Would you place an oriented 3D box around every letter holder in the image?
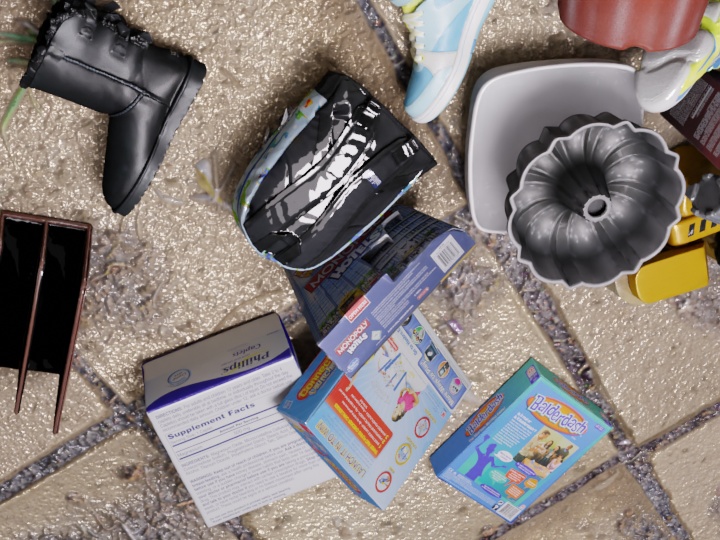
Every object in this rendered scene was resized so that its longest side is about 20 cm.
[{"bbox_3d":[-0.358,0.061,1.238,0.100,0.142,0.201,9,118,-17],"label":"letter holder"}]

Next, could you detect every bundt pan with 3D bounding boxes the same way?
[{"bbox_3d":[0.244,-0.084,1.241,0.201,0.076,0.203,-6,121,-10],"label":"bundt pan"}]

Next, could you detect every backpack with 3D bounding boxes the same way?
[{"bbox_3d":[-0.047,-0.095,1.229,0.163,0.154,0.201,37,85,-30],"label":"backpack"}]

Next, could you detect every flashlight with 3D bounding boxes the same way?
[{"bbox_3d":[0.461,-0.060,1.271,0.199,0.068,0.068,13,142,-29],"label":"flashlight"}]

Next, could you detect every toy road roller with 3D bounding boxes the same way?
[{"bbox_3d":[0.369,-0.060,1.349,0.199,0.123,0.147,-19,110,-7],"label":"toy road roller"}]

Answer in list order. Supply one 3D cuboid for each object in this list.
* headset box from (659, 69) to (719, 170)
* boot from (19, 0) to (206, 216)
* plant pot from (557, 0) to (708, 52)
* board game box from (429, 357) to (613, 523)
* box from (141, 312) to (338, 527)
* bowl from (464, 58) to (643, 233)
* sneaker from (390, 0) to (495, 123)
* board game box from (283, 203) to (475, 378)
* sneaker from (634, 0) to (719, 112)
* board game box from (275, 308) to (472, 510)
[{"bbox_3d":[0.446,-0.145,1.264,0.148,0.200,0.075,16,115,-20],"label":"headset box"},{"bbox_3d":[-0.267,-0.171,1.164,0.162,0.073,0.199,23,105,-26],"label":"boot"},{"bbox_3d":[0.283,-0.338,1.131,0.199,0.201,0.196,-4,129,-10],"label":"plant pot"},{"bbox_3d":[0.215,0.230,1.523,0.152,0.045,0.200,36,107,-27],"label":"board game box"},{"bbox_3d":[-0.142,0.180,1.378,0.183,0.105,0.201,-21,123,-2],"label":"box"},{"bbox_3d":[0.209,-0.148,1.283,0.198,0.075,0.201,-6,122,-10],"label":"bowl"},{"bbox_3d":[0.057,-0.262,1.182,0.130,0.080,0.201,16,106,-23],"label":"sneaker"},{"bbox_3d":[0.000,0.000,1.274,0.200,0.200,0.062,-46,118,-8],"label":"board game box"},{"bbox_3d":[0.374,-0.236,1.237,0.105,0.076,0.201,41,77,-41],"label":"sneaker"},{"bbox_3d":[0.023,0.150,1.356,0.196,0.056,0.200,-52,132,-18],"label":"board game box"}]
